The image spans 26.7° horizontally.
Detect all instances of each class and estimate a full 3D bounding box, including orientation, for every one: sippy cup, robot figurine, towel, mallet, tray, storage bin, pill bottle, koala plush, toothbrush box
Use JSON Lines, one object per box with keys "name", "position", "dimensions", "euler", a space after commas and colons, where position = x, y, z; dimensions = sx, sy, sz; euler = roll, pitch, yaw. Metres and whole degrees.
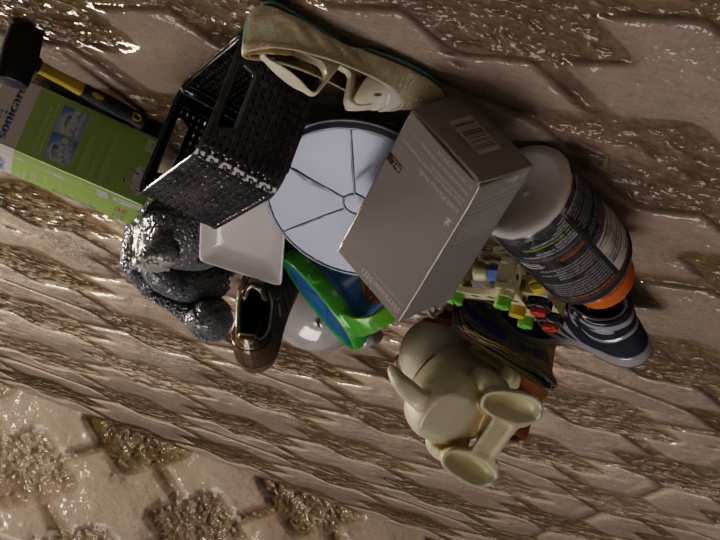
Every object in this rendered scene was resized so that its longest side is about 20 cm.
{"name": "sippy cup", "position": [0.000, 0.000, 1.750], "dimensions": [0.178, 0.130, 0.140], "euler": [48, 170, 18]}
{"name": "robot figurine", "position": [-0.044, 0.044, 1.921], "dimensions": [0.169, 0.113, 0.200], "euler": [31, -171, 15]}
{"name": "towel", "position": [0.175, 0.082, 1.846], "dimensions": [0.143, 0.023, 0.200], "euler": [32, -168, -3]}
{"name": "mallet", "position": [-0.314, -0.192, 1.651], "dimensions": [0.041, 0.066, 0.200], "euler": [4, 157, 43]}
{"name": "tray", "position": [-0.128, -0.082, 1.706], "dimensions": [0.107, 0.022, 0.201], "euler": [18, 127, 15]}
{"name": "storage bin", "position": [-0.134, -0.134, 1.524], "dimensions": [0.093, 0.136, 0.200], "euler": [25, 161, -19]}
{"name": "pill bottle", "position": [0.206, -0.033, 1.524], "dimensions": [0.106, 0.107, 0.200], "euler": [4, 156, 37]}
{"name": "koala plush", "position": [-0.216, -0.038, 1.842], "dimensions": [0.183, 0.178, 0.200], "euler": [27, 166, 7]}
{"name": "toothbrush box", "position": [-0.338, -0.139, 1.773], "dimensions": [0.199, 0.087, 0.146], "euler": [22, 168, -10]}

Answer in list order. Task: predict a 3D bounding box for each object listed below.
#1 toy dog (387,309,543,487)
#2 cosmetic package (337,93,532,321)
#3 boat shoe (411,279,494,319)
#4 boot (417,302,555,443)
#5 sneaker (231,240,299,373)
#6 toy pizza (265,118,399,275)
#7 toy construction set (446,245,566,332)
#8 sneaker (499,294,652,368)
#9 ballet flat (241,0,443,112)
{"name": "toy dog", "position": [0.102, 0.139, 1.828], "dimensions": [0.193, 0.140, 0.200], "euler": [15, -155, -17]}
{"name": "cosmetic package", "position": [0.068, -0.058, 1.445], "dimensions": [0.107, 0.090, 0.200], "euler": [48, 133, 22]}
{"name": "boat shoe", "position": [0.081, 0.026, 1.834], "dimensions": [0.199, 0.070, 0.071], "euler": [11, 178, 41]}
{"name": "boot", "position": [0.148, 0.129, 1.964], "dimensions": [0.199, 0.156, 0.077], "euler": [19, 162, -1]}
{"name": "sneaker", "position": [-0.109, 0.019, 1.787], "dimensions": [0.070, 0.201, 0.076], "euler": [3, 151, 5]}
{"name": "toy pizza", "position": [-0.002, -0.077, 1.554], "dimensions": [0.199, 0.032, 0.201], "euler": [8, 131, 9]}
{"name": "toy construction set", "position": [0.156, 0.014, 1.653], "dimensions": [0.130, 0.093, 0.200], "euler": [9, -179, 22]}
{"name": "sneaker", "position": [0.242, 0.043, 1.772], "dimensions": [0.199, 0.070, 0.109], "euler": [17, 153, 34]}
{"name": "ballet flat", "position": [-0.020, -0.180, 1.402], "dimensions": [0.199, 0.063, 0.067], "euler": [23, 162, -12]}
